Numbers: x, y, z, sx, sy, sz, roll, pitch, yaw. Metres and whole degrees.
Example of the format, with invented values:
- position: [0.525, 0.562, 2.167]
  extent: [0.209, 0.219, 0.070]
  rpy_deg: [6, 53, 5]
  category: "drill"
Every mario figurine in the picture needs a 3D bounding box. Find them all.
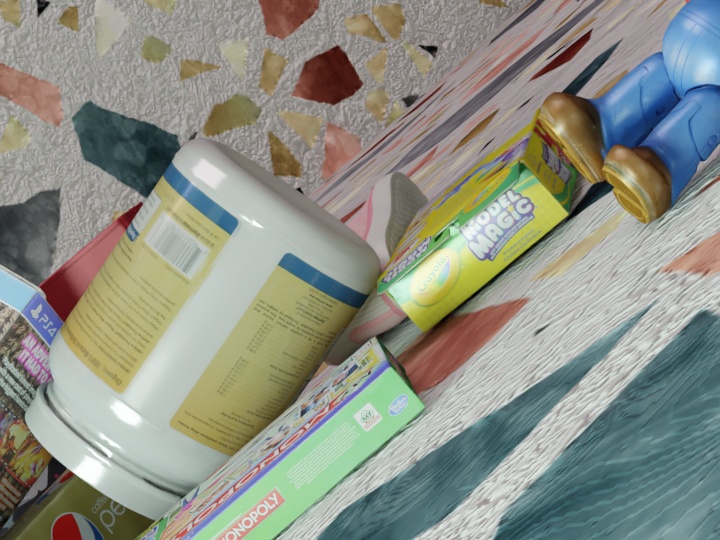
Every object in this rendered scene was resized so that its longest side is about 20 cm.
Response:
- position: [0.173, -0.125, 0.859]
  extent: [0.200, 0.123, 0.106]
  rpy_deg: [-45, -7, -4]
  category: "mario figurine"

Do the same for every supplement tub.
- position: [-0.096, 0.037, 1.092]
  extent: [0.200, 0.145, 0.145]
  rpy_deg: [-55, 4, 5]
  category: "supplement tub"

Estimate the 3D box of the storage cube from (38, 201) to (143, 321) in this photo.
- position: [-0.231, 0.062, 1.771]
  extent: [0.200, 0.180, 0.171]
  rpy_deg: [-41, 5, 4]
  category: "storage cube"

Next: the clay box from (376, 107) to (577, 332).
- position: [0.076, -0.031, 1.112]
  extent: [0.115, 0.048, 0.200]
  rpy_deg: [-41, 6, 18]
  category: "clay box"

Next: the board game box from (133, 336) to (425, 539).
- position: [-0.055, 0.115, 0.939]
  extent: [0.200, 0.029, 0.135]
  rpy_deg: [-40, 5, 0]
  category: "board game box"

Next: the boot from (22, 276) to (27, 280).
- position: [-0.303, 0.124, 1.643]
  extent: [0.182, 0.200, 0.073]
  rpy_deg: [-37, 6, 32]
  category: "boot"

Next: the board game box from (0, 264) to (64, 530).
- position: [-0.269, 0.098, 1.124]
  extent: [0.200, 0.097, 0.159]
  rpy_deg: [-56, -19, -15]
  category: "board game box"

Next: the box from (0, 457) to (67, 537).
- position: [-0.246, 0.163, 1.402]
  extent: [0.200, 0.115, 0.132]
  rpy_deg: [-41, 6, -11]
  category: "box"

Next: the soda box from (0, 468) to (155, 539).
- position: [-0.189, 0.176, 1.177]
  extent: [0.068, 0.064, 0.200]
  rpy_deg: [-37, 6, 30]
  category: "soda box"

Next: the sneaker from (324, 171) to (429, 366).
- position: [0.000, 0.000, 1.228]
  extent: [0.105, 0.075, 0.200]
  rpy_deg: [-35, 10, 18]
  category: "sneaker"
